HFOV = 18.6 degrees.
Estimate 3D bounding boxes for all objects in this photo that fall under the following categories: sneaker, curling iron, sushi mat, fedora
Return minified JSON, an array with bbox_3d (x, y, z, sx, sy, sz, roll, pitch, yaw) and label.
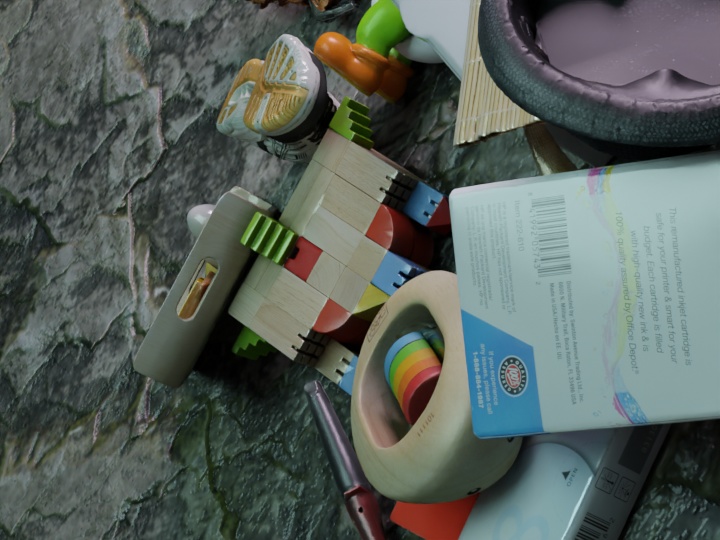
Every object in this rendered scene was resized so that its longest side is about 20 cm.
[{"bbox_3d":[-0.041,-0.120,1.609,0.076,0.087,0.200,-65,13,-3],"label":"sneaker"},{"bbox_3d":[-0.008,0.158,1.459,0.026,0.049,0.201,110,151,-54],"label":"curling iron"},{"bbox_3d":[0.102,-0.174,1.347,0.095,0.012,0.201,-16,59,45],"label":"sushi mat"},{"bbox_3d":[0.167,-0.122,1.234,0.199,0.092,0.202,-3,57,5],"label":"fedora"}]

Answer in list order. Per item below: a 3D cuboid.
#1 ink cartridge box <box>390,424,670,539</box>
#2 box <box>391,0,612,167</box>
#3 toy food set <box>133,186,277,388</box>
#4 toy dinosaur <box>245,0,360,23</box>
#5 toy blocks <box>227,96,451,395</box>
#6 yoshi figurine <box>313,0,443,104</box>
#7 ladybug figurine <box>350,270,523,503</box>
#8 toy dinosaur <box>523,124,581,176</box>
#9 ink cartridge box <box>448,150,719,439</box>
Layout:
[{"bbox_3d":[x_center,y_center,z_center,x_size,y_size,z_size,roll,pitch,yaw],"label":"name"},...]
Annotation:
[{"bbox_3d":[0.095,0.111,1.376,0.200,0.047,0.161,22,87,52],"label":"ink cartridge box"},{"bbox_3d":[0.133,-0.213,1.451,0.200,0.130,0.199,-53,38,15],"label":"box"},{"bbox_3d":[-0.122,0.005,1.629,0.144,0.060,0.200,-62,1,2],"label":"toy food set"},{"bbox_3d":[-0.044,-0.257,1.733,0.199,0.102,0.137,-9,78,24],"label":"toy dinosaur"},{"bbox_3d":[0.000,0.000,1.529,0.136,0.100,0.201,33,97,38],"label":"toy blocks"},{"bbox_3d":[0.039,-0.229,1.600,0.200,0.112,0.112,-54,31,9],"label":"yoshi figurine"},{"bbox_3d":[0.052,0.076,1.380,0.136,0.072,0.200,-57,23,18],"label":"ladybug figurine"},{"bbox_3d":[0.134,-0.027,1.357,0.101,0.058,0.200,-39,74,-1],"label":"toy dinosaur"},{"bbox_3d":[0.162,0.013,1.239,0.199,0.085,0.146,-7,87,28],"label":"ink cartridge box"}]
